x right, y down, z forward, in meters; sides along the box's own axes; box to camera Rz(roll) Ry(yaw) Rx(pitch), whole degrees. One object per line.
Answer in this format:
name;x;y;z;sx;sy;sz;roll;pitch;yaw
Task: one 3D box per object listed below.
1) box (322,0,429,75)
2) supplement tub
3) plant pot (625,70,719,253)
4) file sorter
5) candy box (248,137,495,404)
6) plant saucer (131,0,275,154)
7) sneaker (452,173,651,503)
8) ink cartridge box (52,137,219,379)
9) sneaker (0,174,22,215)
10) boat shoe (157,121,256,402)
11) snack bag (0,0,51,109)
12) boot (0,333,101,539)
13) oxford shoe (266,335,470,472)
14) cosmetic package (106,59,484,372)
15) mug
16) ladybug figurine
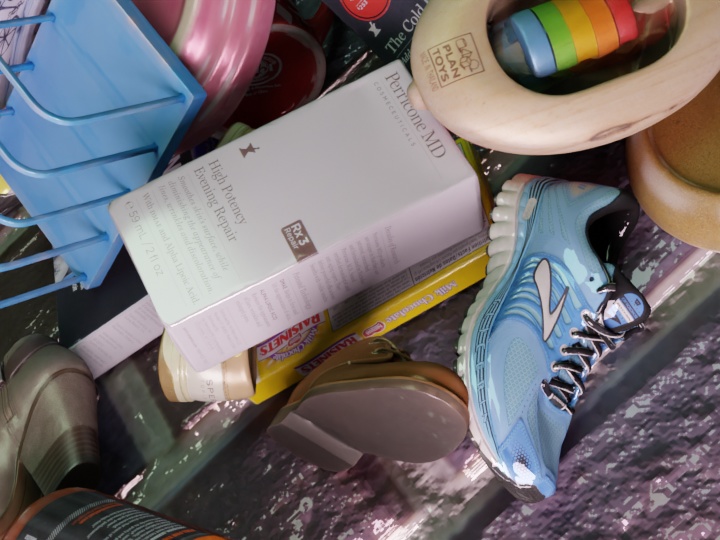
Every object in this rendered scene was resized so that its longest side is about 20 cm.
box;0.041;-0.258;0.840;0.200;0.182;0.104;-49;-8;37
supplement tub;-0.114;0.193;0.748;0.200;0.107;0.107;8;63;42
plant pot;0.240;-0.099;0.755;0.200;0.027;0.200;-21;48;25
file sorter;-0.223;-0.087;0.881;0.139;0.123;0.200;51;131;16
candy box;0.000;0.000;0.867;0.200;0.026;0.102;-30;47;17
plant saucer;-0.142;-0.182;0.930;0.200;0.051;0.201;-9;76;42
sneaker;0.110;0.029;0.723;0.090;0.078;0.200;-3;59;29
ink cartridge box;-0.147;-0.044;1.008;0.200;0.043;0.198;-32;43;14
sneaker;-0.269;-0.123;1.092;0.078;0.090;0.200;-27;25;37
boat shoe;-0.077;-0.004;0.869;0.066;0.074;0.200;7;66;8
snack bag;-0.244;-0.178;0.969;0.200;0.021;0.189;-57;1;-41
boot;-0.250;0.144;0.916;0.200;0.070;0.146;-47;42;4
oxford shoe;0.007;0.064;0.734;0.071;0.071;0.200;-59;16;-20
cosmetic package;-0.037;-0.033;0.795;0.200;0.074;0.102;-28;62;-4
mug;-0.098;-0.211;1.025;0.177;0.133;0.200;-34;51;2
ladybug figurine;0.121;-0.132;0.770;0.200;0.072;0.136;-17;77;-3
